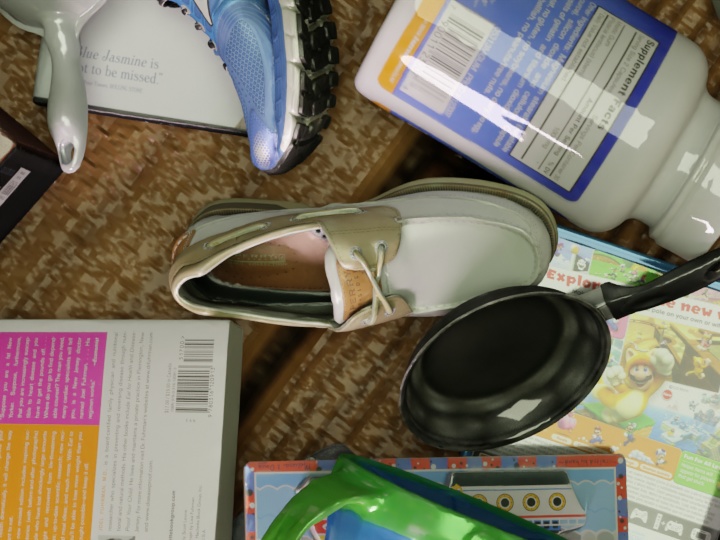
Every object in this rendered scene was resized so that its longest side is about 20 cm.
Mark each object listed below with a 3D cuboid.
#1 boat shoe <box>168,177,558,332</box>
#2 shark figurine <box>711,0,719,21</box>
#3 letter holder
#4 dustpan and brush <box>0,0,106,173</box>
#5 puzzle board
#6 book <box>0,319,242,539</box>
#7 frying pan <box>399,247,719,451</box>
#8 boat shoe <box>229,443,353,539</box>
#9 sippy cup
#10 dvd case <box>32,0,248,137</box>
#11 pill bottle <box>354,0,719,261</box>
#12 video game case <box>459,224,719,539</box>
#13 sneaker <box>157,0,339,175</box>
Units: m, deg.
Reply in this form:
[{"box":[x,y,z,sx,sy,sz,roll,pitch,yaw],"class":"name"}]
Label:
[{"box":[0.000,0.000,1.369,0.199,0.068,0.075,-5,114,16],"class":"boat shoe"},{"box":[0.205,-0.178,1.381,0.127,0.089,0.216,12,100,12],"class":"shark figurine"},{"box":[-0.239,-0.066,1.328,0.142,0.200,0.101,42,90,1],"class":"letter holder"},{"box":[-0.159,-0.151,1.373,0.139,0.057,0.201,-13,66,33],"class":"dustpan and brush"},{"box":[0.041,0.169,1.343,0.199,0.017,0.152,0,85,-14],"class":"puzzle board"},{"box":[-0.163,0.091,1.378,0.199,0.048,0.135,1,78,14],"class":"book"},{"box":[0.096,0.023,1.351,0.190,0.115,0.031,-45,45,22],"class":"frying pan"},{"box":[-0.071,0.167,1.396,0.200,0.072,0.068,-42,56,13],"class":"boat shoe"},{"box":[0.028,0.171,1.271,0.177,0.140,0.131,22,90,-1],"class":"sippy cup"},{"box":[-0.088,-0.176,1.419,0.142,0.018,0.201,8,89,1],"class":"dvd case"},{"box":[0.107,-0.090,1.372,0.199,0.112,0.112,31,90,-1],"class":"pill bottle"},{"box":[0.130,0.091,1.418,0.142,0.018,0.201,19,90,1],"class":"video game case"},{"box":[-0.068,-0.146,1.382,0.089,0.079,0.201,-13,87,14],"class":"sneaker"}]
